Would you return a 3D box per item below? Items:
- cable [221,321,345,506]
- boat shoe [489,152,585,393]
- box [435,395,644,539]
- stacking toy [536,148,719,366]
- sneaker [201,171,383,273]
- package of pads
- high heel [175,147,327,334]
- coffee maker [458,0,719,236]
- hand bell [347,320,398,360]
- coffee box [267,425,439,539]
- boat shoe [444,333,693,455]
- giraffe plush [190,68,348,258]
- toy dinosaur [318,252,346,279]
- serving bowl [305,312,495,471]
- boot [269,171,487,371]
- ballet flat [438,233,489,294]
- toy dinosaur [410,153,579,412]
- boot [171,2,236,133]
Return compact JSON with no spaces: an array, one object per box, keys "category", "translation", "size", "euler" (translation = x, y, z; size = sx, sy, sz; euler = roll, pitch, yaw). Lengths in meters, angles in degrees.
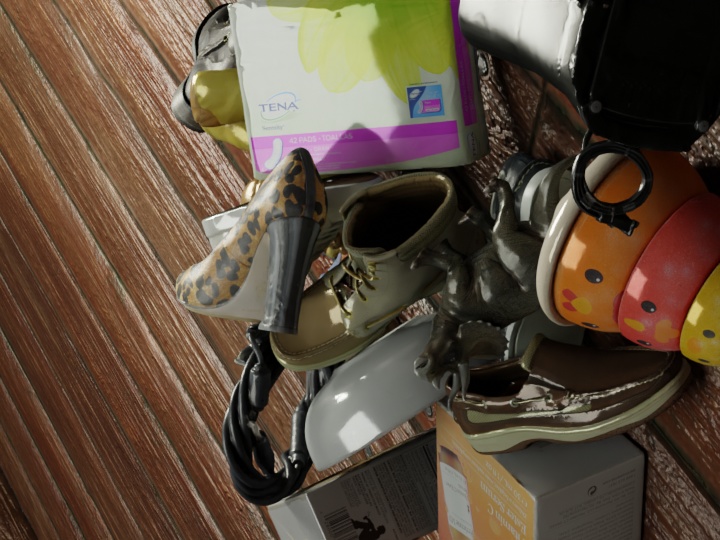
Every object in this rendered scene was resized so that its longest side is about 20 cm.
[{"category":"cable","translation":[-0.058,0.117,1.557],"size":[0.051,0.200,0.164],"euler":[5,97,21]},{"category":"boat shoe","translation":[0.134,0.006,1.394],"size":[0.060,0.075,0.201],"euler":[37,127,52]},{"category":"box","translation":[0.144,0.206,1.469],"size":[0.152,0.106,0.201],"euler":[42,142,49]},{"category":"stacking toy","translation":[0.227,0.012,1.157],"size":[0.200,0.146,0.147],"euler":[34,139,30]},{"category":"sneaker","translation":[-0.045,-0.028,1.475],"size":[0.199,0.073,0.085],"euler":[-15,94,48]},{"category":"package of pads","translation":[-0.003,-0.158,1.435],"size":[0.199,0.068,0.155],"euler":[-3,102,24]},{"category":"high heel","translation":[-0.089,-0.030,1.437],"size":[0.200,0.071,0.143],"euler":[10,91,58]},{"category":"coffee maker","translation":[0.140,-0.153,1.118],"size":[0.134,0.193,0.200],"euler":[32,-175,-23]},{"category":"hand bell","translation":[0.001,0.025,1.625],"size":[0.104,0.104,0.200],"euler":[60,161,24]},{"category":"coffee box","translation":[0.033,0.199,1.591],"size":[0.080,0.199,0.113],"euler":[66,155,4]},{"category":"boat shoe","translation":[0.145,0.084,1.325],"size":[0.202,0.075,0.075],"euler":[-20,113,36]},{"category":"giraffe plush","translation":[-0.051,-0.093,1.588],"size":[0.199,0.172,0.163],"euler":[-7,82,36]},{"category":"toy dinosaur","translation":[-0.019,0.019,1.780],"size":[0.200,0.105,0.181],"euler":[37,144,-12]},{"category":"serving bowl","translation":[0.030,0.088,1.503],"size":[0.066,0.200,0.200],"euler":[57,156,1]},{"category":"boot","translation":[0.000,0.000,1.411],"size":[0.072,0.199,0.155],"euler":[60,-176,19]},{"category":"ballet flat","translation":[0.066,-0.014,1.527],"size":[0.200,0.072,0.072],"euler":[44,145,46]},{"category":"toy dinosaur","translation":[0.106,-0.001,1.320],"size":[0.102,0.200,0.077],"euler":[46,-175,8]},{"category":"boot","translation":[-0.099,-0.233,1.710],"size":[0.174,0.069,0.201],"euler":[-44,22,39]}]
